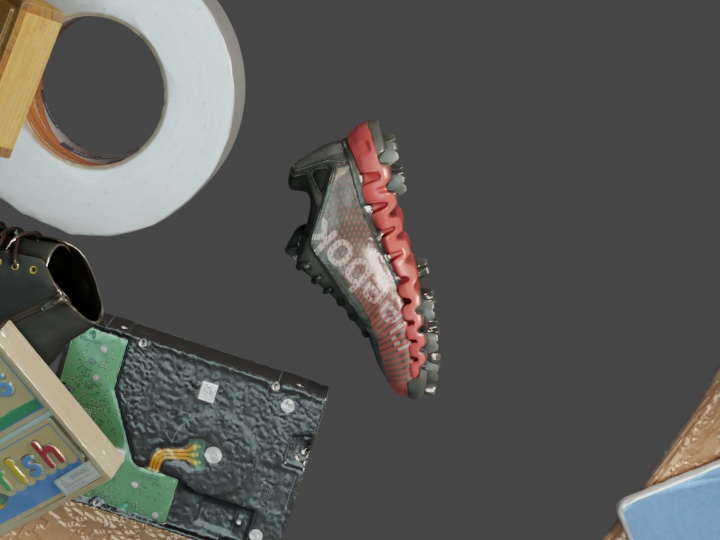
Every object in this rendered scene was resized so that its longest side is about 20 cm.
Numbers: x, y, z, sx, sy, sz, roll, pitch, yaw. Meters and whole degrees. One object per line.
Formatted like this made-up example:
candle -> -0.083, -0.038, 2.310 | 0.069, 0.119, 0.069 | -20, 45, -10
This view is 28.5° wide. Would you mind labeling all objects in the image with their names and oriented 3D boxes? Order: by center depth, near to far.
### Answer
tray -> -0.278, -0.162, 0.941 | 0.199, 0.037, 0.100 | 35, 106, 38
tape roll -> -0.182, -0.128, 0.995 | 0.197, 0.066, 0.203 | 0, 101, 1
sneaker -> -0.269, -0.021, 1.001 | 0.106, 0.075, 0.200 | -32, 105, 29
sneaker -> 0.000, 0.000, 1.014 | 0.097, 0.071, 0.203 | -15, 99, 4
puzzle box -> -0.284, 0.131, 1.031 | 0.199, 0.025, 0.134 | -29, 107, 28
hard drive -> -0.136, 0.123, 1.060 | 0.198, 0.038, 0.141 | 17, 102, -3
tablet -> 0.306, 0.195, 1.074 | 0.198, 0.014, 0.131 | -23, 100, 5
